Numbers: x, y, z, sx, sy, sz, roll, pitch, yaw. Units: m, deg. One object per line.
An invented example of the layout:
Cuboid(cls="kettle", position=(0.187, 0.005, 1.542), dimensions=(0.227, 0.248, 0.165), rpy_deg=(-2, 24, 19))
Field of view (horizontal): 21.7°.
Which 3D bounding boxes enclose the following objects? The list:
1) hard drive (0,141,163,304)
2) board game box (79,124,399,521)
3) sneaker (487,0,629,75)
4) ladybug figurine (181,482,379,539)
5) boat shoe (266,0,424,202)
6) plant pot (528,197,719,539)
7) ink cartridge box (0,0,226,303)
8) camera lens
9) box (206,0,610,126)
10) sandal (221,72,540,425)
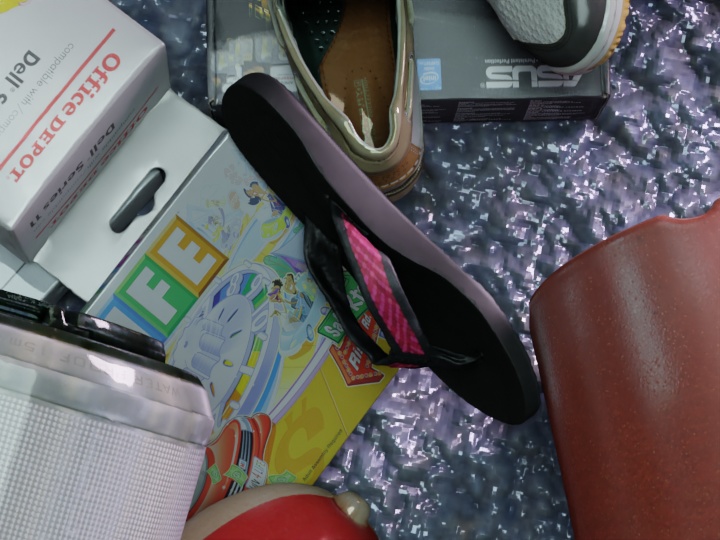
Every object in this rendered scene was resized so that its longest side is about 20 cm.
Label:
Cuboid(cls="hard drive", position=(-0.214, -0.061, 0.920), dimensions=(0.200, 0.027, 0.132), rpy_deg=(40, 79, 8))
Cuboid(cls="board game box", position=(-0.071, 0.053, 0.874), dimensions=(0.134, 0.034, 0.201), rpy_deg=(39, 78, -10))
Cuboid(cls="sneaker", position=(0.053, -0.178, 0.866), dimensions=(0.087, 0.076, 0.201), rpy_deg=(-4, 65, -46))
Cuboid(cls="ladybug figurine", position=(-0.053, 0.186, 0.822), dimensions=(0.135, 0.072, 0.201), rpy_deg=(31, 86, -21))
Cuboid(cls="boat shoe", position=(-0.009, -0.134, 0.873), dimensions=(0.074, 0.068, 0.202), rpy_deg=(-16, 79, -5))
Cuboid(cls="plant pot", position=(0.169, 0.084, 0.822), dimensions=(0.199, 0.201, 0.197), rpy_deg=(-14, 69, -5))
Cuboid(cls="ink cartridge box", position=(-0.169, -0.088, 0.880), dimensions=(0.199, 0.067, 0.117), rpy_deg=(36, 78, 6))
Cuboid(cls="camera lens", position=(-0.155, 0.111, 0.748), dimensions=(0.159, 0.160, 0.202), rpy_deg=(16, 84, 2))
Cuboid(cls="box", position=(0.021, -0.155, 0.937), dimensions=(0.198, 0.049, 0.163), rpy_deg=(-1, 80, -2))
Cuboid(cls="sandal", position=(0.000, 0.000, 0.840), dimensions=(0.200, 0.075, 0.045), rpy_deg=(47, 62, -1))
